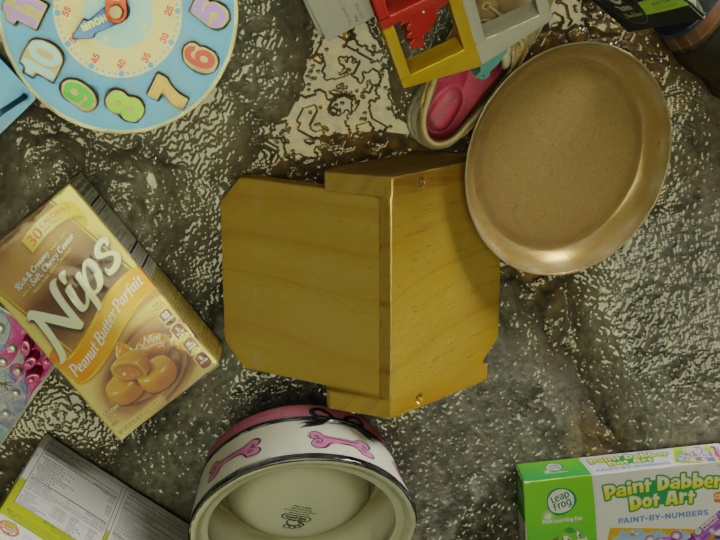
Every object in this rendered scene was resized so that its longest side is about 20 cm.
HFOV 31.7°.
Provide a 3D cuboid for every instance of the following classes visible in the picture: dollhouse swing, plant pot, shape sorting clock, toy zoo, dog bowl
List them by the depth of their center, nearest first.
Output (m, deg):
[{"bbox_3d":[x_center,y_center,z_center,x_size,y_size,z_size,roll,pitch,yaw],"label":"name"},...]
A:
[{"bbox_3d":[0.069,-0.216,0.939,0.130,0.021,0.201,-24,138,1],"label":"toy zoo"},{"bbox_3d":[-0.198,-0.212,1.041,0.196,0.039,0.204,-1,105,-3],"label":"shape sorting clock"},{"bbox_3d":[0.172,-0.095,1.074,0.197,0.027,0.203,-8,113,-20],"label":"plant pot"},{"bbox_3d":[-0.052,0.197,1.107,0.196,0.074,0.202,-5,135,-5],"label":"dog bowl"},{"bbox_3d":[0.000,0.000,1.112,0.180,0.174,0.204,-15,110,-42],"label":"dollhouse swing"}]

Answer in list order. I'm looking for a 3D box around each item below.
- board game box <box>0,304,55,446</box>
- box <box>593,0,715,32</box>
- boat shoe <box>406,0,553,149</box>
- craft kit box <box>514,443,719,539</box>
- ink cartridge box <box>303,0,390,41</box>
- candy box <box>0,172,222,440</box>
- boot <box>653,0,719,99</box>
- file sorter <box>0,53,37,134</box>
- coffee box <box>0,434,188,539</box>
[{"bbox_3d":[-0.398,0.096,1.120,0.199,0.026,0.201,35,100,-11],"label":"board game box"},{"bbox_3d":[0.246,-0.303,0.968,0.124,0.148,0.201,37,88,-11],"label":"box"},{"bbox_3d":[0.108,-0.185,1.049,0.073,0.069,0.202,27,102,-10],"label":"boat shoe"},{"bbox_3d":[0.249,0.271,1.195,0.196,0.049,0.201,-6,103,-2],"label":"craft kit box"},{"bbox_3d":[0.025,-0.291,0.971,0.198,0.148,0.086,-26,146,3],"label":"ink cartridge box"},{"bbox_3d":[-0.224,0.032,1.097,0.115,0.055,0.201,-37,104,7],"label":"candy box"},{"bbox_3d":[0.340,-0.238,1.061,0.200,0.075,0.097,-43,124,5],"label":"boot"},{"bbox_3d":[-0.383,-0.158,1.003,0.138,0.123,0.200,-40,104,8],"label":"file sorter"},{"bbox_3d":[-0.259,0.304,1.095,0.199,0.198,0.201,34,102,-9],"label":"coffee box"}]
